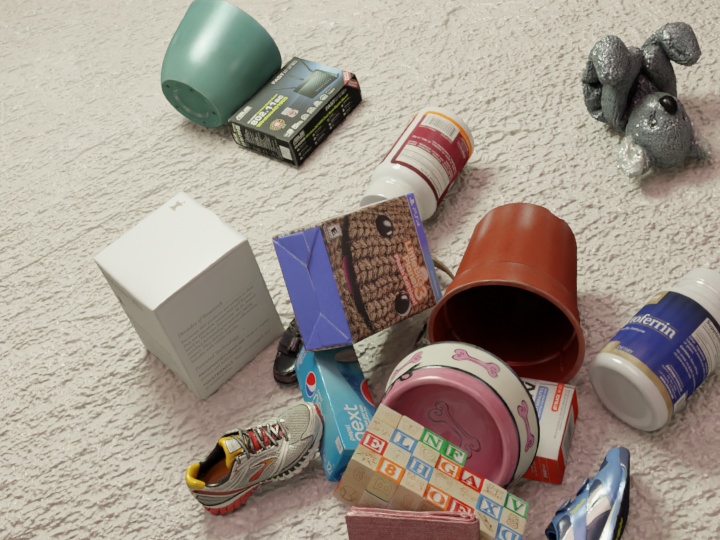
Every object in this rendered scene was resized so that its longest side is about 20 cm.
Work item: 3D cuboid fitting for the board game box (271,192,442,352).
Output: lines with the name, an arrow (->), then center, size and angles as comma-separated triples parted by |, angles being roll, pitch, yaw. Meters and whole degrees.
board game box -> 0.000, 0.000, 1.376 | 0.096, 0.161, 0.199 | -12, 7, 42

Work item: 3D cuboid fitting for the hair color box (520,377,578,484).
hair color box -> 0.164, 0.190, 1.289 | 0.198, 0.064, 0.112 | 6, 51, 23

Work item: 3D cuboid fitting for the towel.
towel -> 0.064, 0.342, 1.094 | 0.142, 0.202, 0.023 | 0, 23, 17

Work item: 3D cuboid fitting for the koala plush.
koala plush -> 0.441, -0.238, 1.559 | 0.175, 0.184, 0.202 | -15, 65, -14

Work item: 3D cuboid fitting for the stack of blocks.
stack of blocks -> 0.082, 0.243, 1.123 | 0.198, 0.059, 0.115 | 29, 28, 5

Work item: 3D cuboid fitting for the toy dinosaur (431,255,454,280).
toy dinosaur -> 0.076, -0.028, 1.505 | 0.198, 0.107, 0.060 | 16, 49, 37

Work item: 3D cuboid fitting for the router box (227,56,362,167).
router box -> -0.114, -0.284, 1.810 | 0.149, 0.062, 0.200 | 21, 57, 33

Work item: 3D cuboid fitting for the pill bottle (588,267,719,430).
pill bottle -> 0.386, 0.094, 1.274 | 0.200, 0.116, 0.115 | -40, 50, -21

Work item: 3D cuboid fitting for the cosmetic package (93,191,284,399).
cosmetic package -> -0.239, 0.035, 1.457 | 0.166, 0.201, 0.167 | -39, 49, -20

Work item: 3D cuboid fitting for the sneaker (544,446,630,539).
sneaker -> 0.258, 0.282, 1.169 | 0.081, 0.074, 0.201 | 11, 51, 28

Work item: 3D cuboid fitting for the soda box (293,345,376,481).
soda box -> -0.027, 0.177, 1.340 | 0.067, 0.065, 0.201 | 7, 40, -26

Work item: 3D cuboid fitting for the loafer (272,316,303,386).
loafer -> -0.070, 0.072, 1.466 | 0.071, 0.063, 0.201 | 16, 55, 29

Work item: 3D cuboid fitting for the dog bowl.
dog bowl -> 0.106, 0.190, 1.204 | 0.198, 0.203, 0.074 | 7, 19, 22

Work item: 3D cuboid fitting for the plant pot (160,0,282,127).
plant pot -> -0.264, -0.357, 1.841 | 0.199, 0.201, 0.162 | 17, 65, 29

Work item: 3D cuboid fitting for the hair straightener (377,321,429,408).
hair straightener -> 0.089, 0.112, 1.381 | 0.041, 0.077, 0.201 | 37, 53, -1

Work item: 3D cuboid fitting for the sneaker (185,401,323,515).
sneaker -> -0.133, 0.234, 1.299 | 0.199, 0.082, 0.078 | -36, 48, 2

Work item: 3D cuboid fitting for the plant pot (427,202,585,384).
plant pot -> 0.204, 0.026, 1.350 | 0.198, 0.202, 0.196 | 2, 41, 18

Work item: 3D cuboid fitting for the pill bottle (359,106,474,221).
pill bottle -> 0.087, -0.149, 1.589 | 0.113, 0.115, 0.201 | 16, 55, 29
